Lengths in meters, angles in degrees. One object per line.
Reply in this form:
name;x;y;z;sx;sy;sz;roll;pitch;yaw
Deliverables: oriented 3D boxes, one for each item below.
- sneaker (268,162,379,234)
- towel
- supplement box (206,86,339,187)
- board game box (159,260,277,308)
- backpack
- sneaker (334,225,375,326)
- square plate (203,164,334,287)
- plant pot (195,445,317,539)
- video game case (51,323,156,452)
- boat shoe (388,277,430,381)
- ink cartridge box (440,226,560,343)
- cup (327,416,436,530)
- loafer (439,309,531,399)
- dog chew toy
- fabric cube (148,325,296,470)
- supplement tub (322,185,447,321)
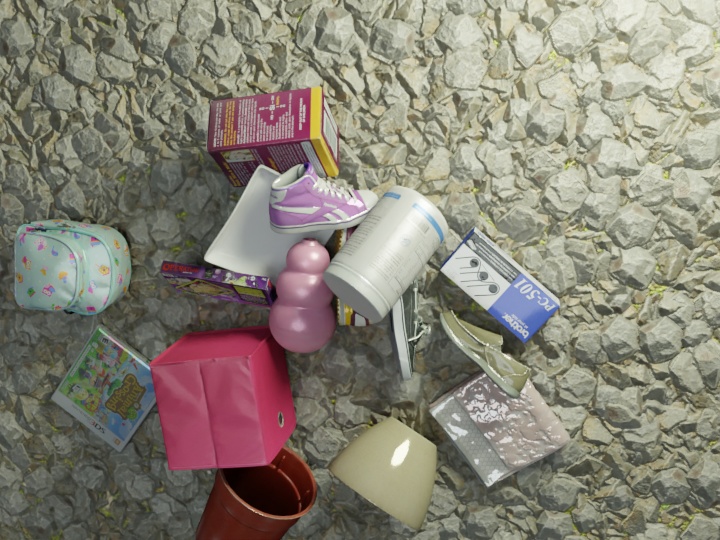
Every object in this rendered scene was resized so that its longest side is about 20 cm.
sneaker;-0.057;-0.131;1.360;0.199;0.073;0.115;-13;128;-21
towel;0.254;0.281;1.481;0.190;0.032;0.201;-35;96;15
supplement box;-0.145;-0.224;1.366;0.198;0.131;0.104;-5;68;10
board game box;-0.254;0.027;1.467;0.198;0.120;0.033;9;67;7
backpack;-0.536;-0.004;1.492;0.198;0.153;0.178;5;99;2
sneaker;0.000;0.000;1.444;0.089;0.075;0.202;0;104;-7
square plate;-0.150;-0.071;1.425;0.197;0.028;0.201;23;110;-35
plant pot;-0.213;0.458;1.530;0.200;0.201;0.196;30;114;2
video game case;-0.500;0.237;1.606;0.181;0.022;0.201;37;106;0
boat shoe;0.089;0.104;1.448;0.067;0.074;0.202;-10;106;-7
ink cartridge box;0.246;0.026;1.414;0.200;0.044;0.094;40;108;-1
cup;0.061;0.356;1.465;0.199;0.200;0.144;34;82;1
loafer;0.222;0.137;1.425;0.200;0.075;0.070;44;92;11
dog chew toy;-0.099;0.041;1.435;0.123;0.125;0.202;9;106;8
fabric cube;-0.244;0.227;1.470;0.198;0.196;0.202;-6;101;12
supplement tub;0.044;-0.030;1.352;0.132;0.132;0.200;40;75;-1
